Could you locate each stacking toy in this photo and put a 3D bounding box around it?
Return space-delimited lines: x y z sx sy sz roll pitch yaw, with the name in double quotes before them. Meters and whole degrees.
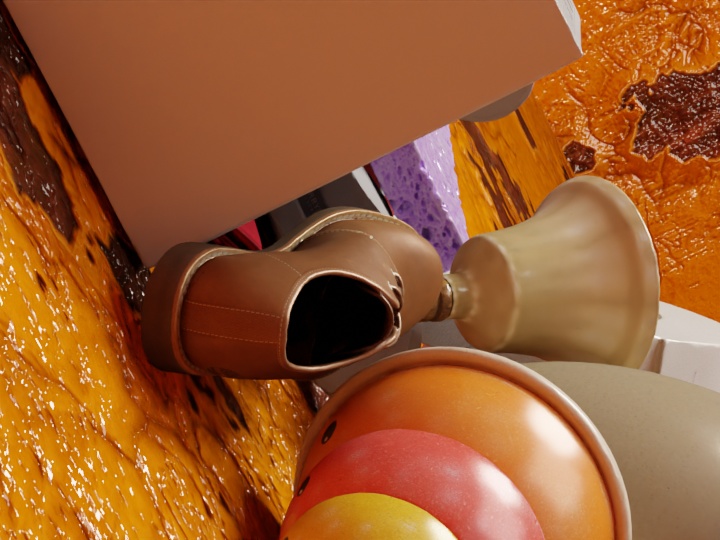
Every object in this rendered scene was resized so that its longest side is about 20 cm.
"stacking toy" 0.011 0.120 0.972 0.146 0.146 0.200 64 25 -3

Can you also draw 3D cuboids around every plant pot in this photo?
"plant pot" 0.076 0.118 1.153 0.134 0.200 0.200 30 9 3

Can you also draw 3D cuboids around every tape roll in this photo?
"tape roll" 0.107 0.030 1.389 0.203 0.203 0.037 -28 131 -81

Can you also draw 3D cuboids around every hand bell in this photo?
"hand bell" 0.027 0.014 1.177 0.104 0.200 0.104 14 -73 58

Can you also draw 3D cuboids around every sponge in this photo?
"sponge" 0.020 -0.086 1.385 0.200 0.030 0.112 -97 162 -65

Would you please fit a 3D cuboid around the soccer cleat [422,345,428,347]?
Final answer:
"soccer cleat" 0.091 0.062 1.472 0.076 0.067 0.200 30 -5 -39

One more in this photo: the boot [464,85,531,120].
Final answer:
"boot" 0.013 -0.165 1.205 0.200 0.074 0.096 47 26 -25

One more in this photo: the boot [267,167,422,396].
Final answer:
"boot" 0.000 0.000 1.296 0.096 0.074 0.200 48 20 -51

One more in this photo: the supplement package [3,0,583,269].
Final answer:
"supplement package" -0.030 -0.120 1.053 0.156 0.200 0.111 63 10 -9

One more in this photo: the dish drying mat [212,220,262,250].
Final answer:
"dish drying mat" -0.092 -0.098 1.221 0.077 0.018 0.200 45 23 -56

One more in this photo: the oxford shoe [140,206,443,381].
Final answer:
"oxford shoe" -0.008 0.017 1.046 0.200 0.071 0.071 -16 112 -61

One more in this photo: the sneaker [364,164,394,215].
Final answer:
"sneaker" 0.020 -0.044 1.529 0.113 0.071 0.200 61 17 3
